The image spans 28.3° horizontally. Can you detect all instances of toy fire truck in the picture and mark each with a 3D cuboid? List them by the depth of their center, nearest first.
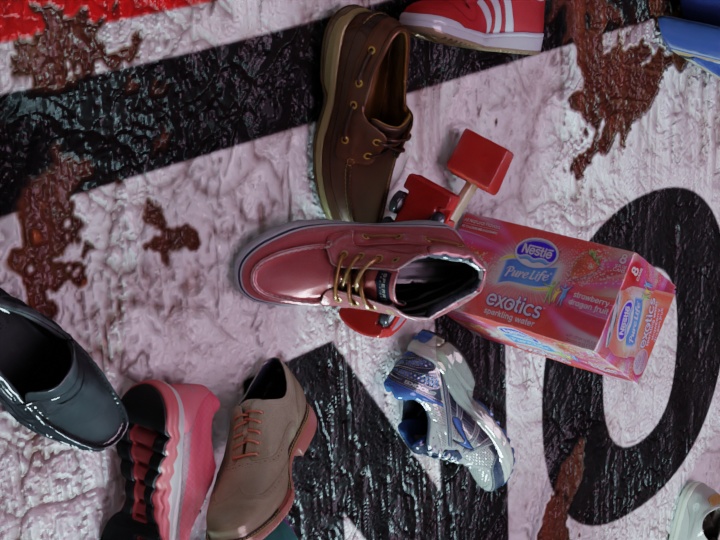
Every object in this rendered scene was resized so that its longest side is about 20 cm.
[{"bbox_3d":[0.060,-0.033,1.291,0.201,0.049,0.141,-63,163,8],"label":"toy fire truck"}]

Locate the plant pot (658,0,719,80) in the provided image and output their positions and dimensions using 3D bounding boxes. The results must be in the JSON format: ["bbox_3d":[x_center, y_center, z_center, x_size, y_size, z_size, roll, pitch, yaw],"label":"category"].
[{"bbox_3d":[0.453,-0.290,1.546,0.200,0.200,0.181,15,97,-49],"label":"plant pot"}]

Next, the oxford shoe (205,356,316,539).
[{"bbox_3d":[-0.090,0.147,1.150,0.200,0.070,0.074,-74,149,-59],"label":"oxford shoe"}]

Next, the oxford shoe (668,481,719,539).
[{"bbox_3d":[0.426,0.371,1.823,0.075,0.058,0.201,-1,105,-49],"label":"oxford shoe"}]

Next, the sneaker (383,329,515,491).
[{"bbox_3d":[0.078,0.151,1.378,0.085,0.077,0.200,-42,123,-18],"label":"sneaker"}]

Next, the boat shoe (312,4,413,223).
[{"bbox_3d":[0.006,-0.119,1.203,0.072,0.067,0.201,-20,121,-45],"label":"boat shoe"}]

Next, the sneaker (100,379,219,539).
[{"bbox_3d":[-0.147,0.183,1.134,0.087,0.074,0.201,-4,107,-51],"label":"sneaker"}]

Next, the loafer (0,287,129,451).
[{"bbox_3d":[-0.227,0.073,1.013,0.068,0.070,0.201,-56,135,-18],"label":"loafer"}]

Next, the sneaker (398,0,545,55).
[{"bbox_3d":[0.107,-0.254,1.270,0.200,0.071,0.113,-8,112,-54],"label":"sneaker"}]

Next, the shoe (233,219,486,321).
[{"bbox_3d":[0.000,0.000,1.161,0.199,0.091,0.072,-5,108,-13],"label":"shoe"}]

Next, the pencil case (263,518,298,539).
[{"bbox_3d":[-0.127,0.290,1.179,0.085,0.092,0.200,48,61,-1],"label":"pencil case"}]

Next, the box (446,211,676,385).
[{"bbox_3d":[0.177,0.023,1.337,0.095,0.200,0.103,34,78,-47],"label":"box"}]
